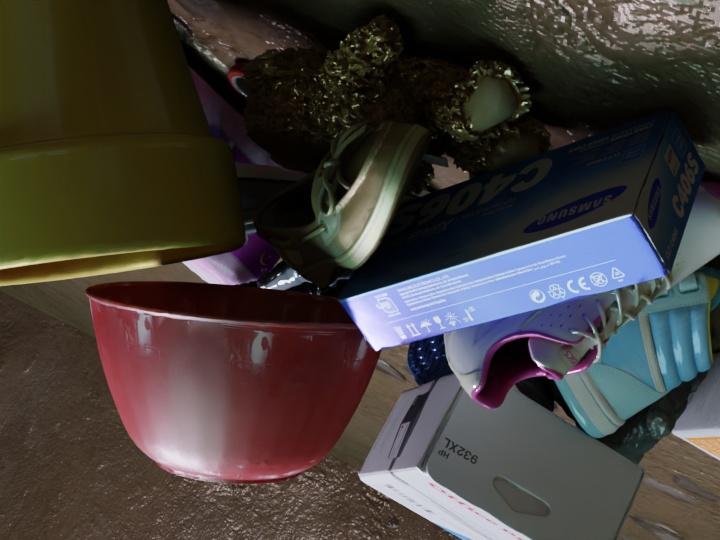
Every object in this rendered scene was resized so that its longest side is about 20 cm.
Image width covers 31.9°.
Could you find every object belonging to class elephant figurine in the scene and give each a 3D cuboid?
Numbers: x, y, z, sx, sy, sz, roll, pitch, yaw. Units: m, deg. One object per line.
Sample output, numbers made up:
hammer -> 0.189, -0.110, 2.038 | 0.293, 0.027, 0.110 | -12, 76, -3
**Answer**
elephant figurine -> 0.153, 0.056, 0.960 | 0.199, 0.141, 0.156 | 40, 139, 13

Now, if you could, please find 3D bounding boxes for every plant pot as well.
plant pot -> -0.180, -0.096, 0.784 | 0.197, 0.192, 0.201 | -7, 179, 0

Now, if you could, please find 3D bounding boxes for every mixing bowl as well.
mixing bowl -> -0.080, 0.072, 0.808 | 0.197, 0.110, 0.200 | 5, -177, 0

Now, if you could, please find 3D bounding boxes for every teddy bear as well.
teddy bear -> 0.023, -0.100, 0.774 | 0.198, 0.068, 0.144 | -2, 154, 45

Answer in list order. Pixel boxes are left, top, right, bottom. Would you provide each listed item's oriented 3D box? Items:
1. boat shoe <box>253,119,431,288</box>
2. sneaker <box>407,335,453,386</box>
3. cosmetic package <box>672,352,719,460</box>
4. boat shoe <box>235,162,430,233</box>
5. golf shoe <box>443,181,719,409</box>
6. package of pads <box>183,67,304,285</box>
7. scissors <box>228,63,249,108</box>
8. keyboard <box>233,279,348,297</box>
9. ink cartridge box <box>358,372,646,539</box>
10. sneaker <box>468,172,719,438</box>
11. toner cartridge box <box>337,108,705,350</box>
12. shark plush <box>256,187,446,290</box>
boat shoe -> -0.016, -0.044, 0.748 | 0.063, 0.074, 0.201 | 30, 163, -8
sneaker -> 0.082, 0.055, 1.061 | 0.077, 0.070, 0.201 | 33, -161, -19
cosmetic package -> 0.321, 0.106, 0.904 | 0.101, 0.072, 0.200 | 30, 165, -8
boat shoe -> -0.033, -0.039, 0.959 | 0.197, 0.063, 0.073 | 6, 167, -14
golf shoe -> 0.138, 0.018, 0.743 | 0.198, 0.092, 0.075 | -26, 134, 22
package of pads -> -0.131, -0.074, 1.004 | 0.075, 0.121, 0.200 | 28, 170, 46
scissors -> -0.017, -0.114, 0.885 | 0.198, 0.014, 0.073 | 13, 152, 39
keyboard -> -0.007, -0.007, 1.018 | 0.198, 0.040, 0.104 | -13, -169, -30
ink cartridge box -> 0.095, 0.148, 0.916 | 0.144, 0.084, 0.200 | 31, 165, -5
sneaker -> 0.162, -0.005, 0.826 | 0.202, 0.129, 0.080 | 61, -164, -4
toner cartridge box -> 0.086, -0.019, 0.706 | 0.198, 0.095, 0.043 | -18, 120, 39
shark plush -> 0.000, 0.000, 0.874 | 0.197, 0.085, 0.091 | -11, -174, 25
